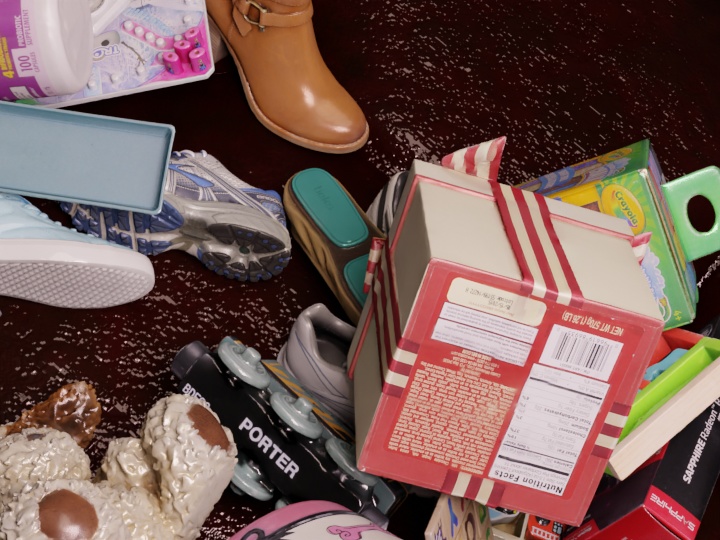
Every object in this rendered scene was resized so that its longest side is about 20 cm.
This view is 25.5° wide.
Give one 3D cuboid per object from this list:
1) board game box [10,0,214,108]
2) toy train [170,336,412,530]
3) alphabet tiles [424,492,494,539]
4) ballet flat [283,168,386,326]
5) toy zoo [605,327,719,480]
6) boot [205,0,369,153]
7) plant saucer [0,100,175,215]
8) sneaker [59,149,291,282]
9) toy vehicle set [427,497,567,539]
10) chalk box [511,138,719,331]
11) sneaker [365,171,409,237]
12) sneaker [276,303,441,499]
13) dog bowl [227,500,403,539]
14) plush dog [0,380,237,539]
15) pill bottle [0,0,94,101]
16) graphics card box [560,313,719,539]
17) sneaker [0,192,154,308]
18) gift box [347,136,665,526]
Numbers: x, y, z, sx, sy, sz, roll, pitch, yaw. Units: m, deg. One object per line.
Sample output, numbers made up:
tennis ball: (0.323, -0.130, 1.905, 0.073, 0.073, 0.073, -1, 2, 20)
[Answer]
board game box: (-0.231, -0.227, 1.324, 0.198, 0.026, 0.201, -11, 58, 0)
toy train: (-0.051, 0.125, 1.146, 0.200, 0.085, 0.114, 40, 8, 16)
alphabet tiles: (0.067, 0.228, 1.052, 0.007, 0.168, 0.200, -5, 21, 18)
ballet flat: (0.000, 0.000, 1.256, 0.068, 0.063, 0.200, -16, 51, -21)
toy zoo: (0.186, 0.087, 1.184, 0.131, 0.200, 0.021, -38, 108, -13)
boot: (-0.056, -0.205, 1.337, 0.077, 0.156, 0.200, -34, 73, -35)
plant saucer: (-0.241, -0.087, 1.192, 0.198, 0.019, 0.070, 8, 78, 1)
sneaker: (-0.149, -0.057, 1.264, 0.199, 0.077, 0.086, 21, 42, -15)
toy vehicle set: (0.160, 0.177, 1.233, 0.199, 0.027, 0.125, 22, 52, -5)
chalk box: (0.186, -0.017, 1.211, 0.124, 0.199, 0.125, -50, 120, -71)
sneaker: (0.060, 0.007, 1.262, 0.075, 0.088, 0.201, -11, 55, -33)
sneaker: (0.021, 0.099, 1.184, 0.199, 0.087, 0.075, 30, 59, 14)
dog bowl: (-0.045, 0.235, 1.021, 0.199, 0.201, 0.074, -24, 48, -32)
plush dog: (-0.203, 0.160, 1.063, 0.171, 0.161, 0.200, 28, 33, 23)
pill bottle: (-0.315, -0.183, 1.227, 0.198, 0.113, 0.113, -5, 55, 6)
graphics card box: (0.224, 0.137, 1.185, 0.051, 0.126, 0.200, 37, 52, -4)
sneaker: (-0.251, -0.027, 1.193, 0.198, 0.074, 0.082, 8, 59, -15)
gift box: (0.101, 0.031, 1.067, 0.183, 0.201, 0.187, 20, 22, -11)
